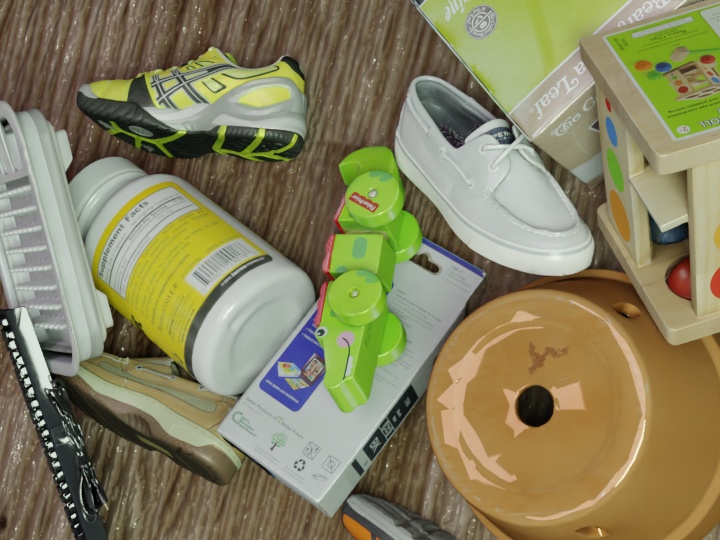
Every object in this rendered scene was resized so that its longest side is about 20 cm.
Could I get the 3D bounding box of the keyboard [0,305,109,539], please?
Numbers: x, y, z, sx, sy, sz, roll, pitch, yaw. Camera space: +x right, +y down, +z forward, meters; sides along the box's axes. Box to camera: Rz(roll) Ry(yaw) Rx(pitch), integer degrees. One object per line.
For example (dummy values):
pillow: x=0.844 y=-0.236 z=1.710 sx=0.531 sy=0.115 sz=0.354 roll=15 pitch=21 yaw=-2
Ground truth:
keyboard: x=-0.230 y=0.123 z=0.963 sx=0.127 sy=0.021 sz=0.201 roll=-6 pitch=104 yaw=62

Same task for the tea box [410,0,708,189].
tea box: x=0.151 y=-0.200 z=0.842 sx=0.200 sy=0.134 sz=0.197 roll=-41 pitch=64 yaw=14

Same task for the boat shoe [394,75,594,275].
boat shoe: x=0.088 y=-0.070 z=0.856 sx=0.200 sy=0.072 sz=0.069 roll=-126 pitch=29 yaw=-48

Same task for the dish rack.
dish rack: x=-0.239 y=-0.025 z=0.956 sx=0.172 sy=0.043 sz=0.201 roll=-2 pitch=102 yaw=61

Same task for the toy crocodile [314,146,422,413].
toy crocodile: x=0.000 y=0.000 z=0.875 sx=0.062 sy=0.068 sz=0.201 roll=0 pitch=61 yaw=20

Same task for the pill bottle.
pill bottle: x=-0.138 y=-0.004 z=0.964 sx=0.200 sy=0.111 sz=0.111 roll=37 pitch=98 yaw=30

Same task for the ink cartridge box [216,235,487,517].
ink cartridge box: x=-0.002 y=0.064 z=0.902 sx=0.099 sy=0.039 sz=0.200 roll=32 pitch=76 yaw=28

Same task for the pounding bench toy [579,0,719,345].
pounding bench toy: x=0.247 y=-0.067 z=0.742 sx=0.199 sy=0.156 sz=0.124 roll=-17 pitch=41 yaw=-1

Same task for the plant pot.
plant pot: x=0.129 y=0.090 z=0.793 sx=0.200 sy=0.140 sz=0.201 roll=-5 pitch=78 yaw=27

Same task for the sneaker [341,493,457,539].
sneaker: x=0.045 y=0.240 z=0.841 sx=0.200 sy=0.078 sz=0.112 roll=36 pitch=96 yaw=28

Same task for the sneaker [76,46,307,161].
sneaker: x=-0.131 y=-0.134 z=1.016 sx=0.199 sy=0.075 sz=0.077 roll=8 pitch=76 yaw=18

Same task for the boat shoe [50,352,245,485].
boat shoe: x=-0.155 y=0.096 z=0.988 sx=0.200 sy=0.072 sz=0.076 roll=23 pitch=65 yaw=30
